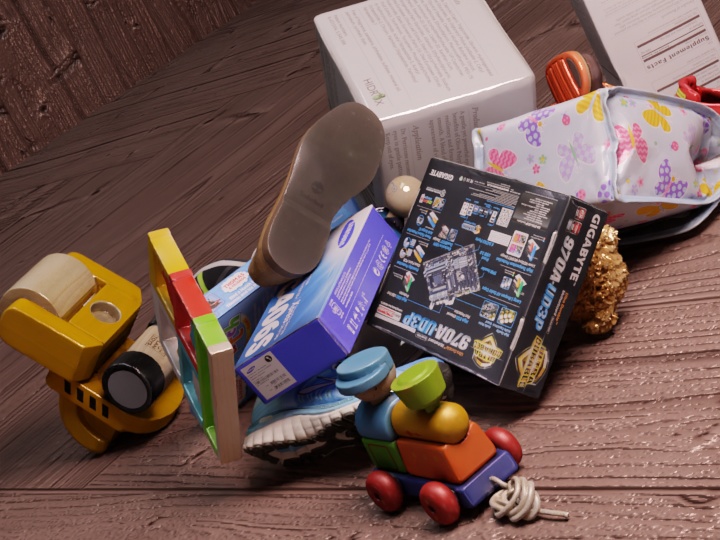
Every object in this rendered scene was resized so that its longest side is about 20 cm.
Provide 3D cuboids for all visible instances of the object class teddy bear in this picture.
[{"bbox_3d":[0.130,0.004,1.330,0.200,0.067,0.145,26,84,50],"label":"teddy bear"}]

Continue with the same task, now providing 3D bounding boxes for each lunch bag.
[{"bbox_3d":[0.229,-0.086,1.422,0.200,0.127,0.170,1,-9,-43],"label":"lunch bag"}]

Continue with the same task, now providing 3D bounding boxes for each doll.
[{"bbox_3d":[0.000,0.000,1.461,0.200,0.048,0.136,-55,22,7],"label":"doll"}]

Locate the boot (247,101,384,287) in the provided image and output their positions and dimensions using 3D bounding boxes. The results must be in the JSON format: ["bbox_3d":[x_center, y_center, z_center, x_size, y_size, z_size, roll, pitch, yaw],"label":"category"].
[{"bbox_3d":[-0.045,-0.069,1.399,0.075,0.074,0.200,-36,21,57],"label":"boot"}]

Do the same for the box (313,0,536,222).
[{"bbox_3d":[0.069,-0.153,1.585,0.171,0.199,0.200,-17,46,-8],"label":"box"}]

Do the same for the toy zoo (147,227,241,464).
[{"bbox_3d":[-0.149,0.054,1.354,0.020,0.131,0.200,-16,43,-18],"label":"toy zoo"}]

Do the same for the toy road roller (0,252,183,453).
[{"bbox_3d":[-0.273,0.092,1.586,0.146,0.200,0.123,-60,-3,34],"label":"toy road roller"}]

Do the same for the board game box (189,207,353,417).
[{"bbox_3d":[-0.086,0.042,1.514,0.037,0.151,0.200,34,55,26],"label":"board game box"}]

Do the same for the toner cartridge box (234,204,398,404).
[{"bbox_3d":[-0.034,0.025,1.336,0.095,0.043,0.200,-31,17,27],"label":"toner cartridge box"}]

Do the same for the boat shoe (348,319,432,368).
[{"bbox_3d":[0.050,0.060,1.423,0.200,0.057,0.067,-36,58,-16],"label":"boat shoe"}]

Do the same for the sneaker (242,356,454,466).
[{"bbox_3d":[-0.016,0.097,1.297,0.200,0.078,0.090,-17,60,30],"label":"sneaker"}]

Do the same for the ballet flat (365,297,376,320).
[{"bbox_3d":[0.092,0.002,1.514,0.200,0.071,0.065,-36,43,-16],"label":"ballet flat"}]

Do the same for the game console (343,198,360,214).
[{"bbox_3d":[0.040,-0.053,1.644,0.200,0.176,0.116,-37,-8,-29],"label":"game console"}]

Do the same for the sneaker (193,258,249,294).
[{"bbox_3d":[-0.134,0.031,1.723,0.200,0.072,0.083,-12,25,41],"label":"sneaker"}]

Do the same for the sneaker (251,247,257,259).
[{"bbox_3d":[-0.025,-0.045,1.791,0.200,0.074,0.116,-41,21,-9],"label":"sneaker"}]

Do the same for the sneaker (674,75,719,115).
[{"bbox_3d":[0.319,-0.146,1.530,0.200,0.085,0.077,-18,19,29],"label":"sneaker"}]

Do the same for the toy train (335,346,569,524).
[{"bbox_3d":[0.064,0.115,1.125,0.085,0.116,0.200,-38,20,-27],"label":"toy train"}]

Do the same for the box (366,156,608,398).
[{"bbox_3d":[0.099,0.000,1.288,0.200,0.046,0.159,21,91,56],"label":"box"}]

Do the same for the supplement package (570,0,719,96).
[{"bbox_3d":[0.302,-0.239,1.627,0.109,0.200,0.114,-27,18,5],"label":"supplement package"}]

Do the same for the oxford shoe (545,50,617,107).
[{"bbox_3d":[0.224,-0.168,1.520,0.072,0.071,0.200,-21,-15,-1],"label":"oxford shoe"}]
